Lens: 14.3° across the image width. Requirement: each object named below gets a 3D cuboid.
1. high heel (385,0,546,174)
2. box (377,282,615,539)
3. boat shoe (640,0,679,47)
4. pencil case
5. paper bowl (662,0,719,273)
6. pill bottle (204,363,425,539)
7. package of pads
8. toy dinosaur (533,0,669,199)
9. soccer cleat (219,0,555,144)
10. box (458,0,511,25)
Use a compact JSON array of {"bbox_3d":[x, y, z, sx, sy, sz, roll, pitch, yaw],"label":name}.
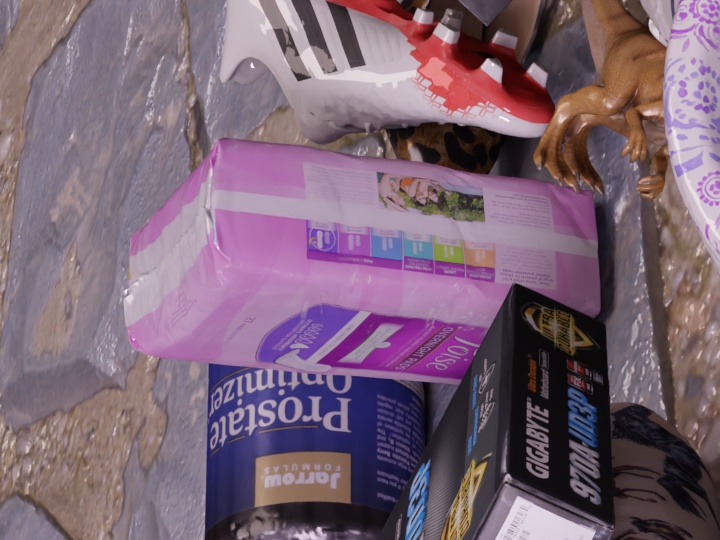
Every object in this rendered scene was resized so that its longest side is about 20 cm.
[{"bbox_3d":[0.068,-0.130,1.404,0.143,0.071,0.201,-39,39,55],"label":"high heel"},{"bbox_3d":[0.042,0.112,1.099,0.200,0.046,0.160,-80,15,-69],"label":"box"},{"bbox_3d":[0.150,-0.124,1.231,0.066,0.072,0.201,125,149,-43],"label":"boat shoe"},{"bbox_3d":[0.102,0.123,1.131,0.090,0.078,0.200,-59,7,18],"label":"pencil case"},{"bbox_3d":[0.207,-0.049,0.966,0.104,0.199,0.202,51,-140,-65],"label":"paper bowl"},{"bbox_3d":[-0.022,0.105,1.432,0.112,0.111,0.201,-40,44,52],"label":"pill bottle"},{"bbox_3d":[0.000,0.000,1.334,0.120,0.199,0.076,141,131,-58],"label":"package of pads"},{"bbox_3d":[0.122,-0.090,1.307,0.106,0.060,0.200,-47,43,17],"label":"toy dinosaur"},{"bbox_3d":[0.010,-0.092,1.383,0.200,0.068,0.086,29,107,32],"label":"soccer cleat"},{"bbox_3d":[0.096,-0.221,1.302,0.193,0.047,0.200,-43,21,13],"label":"box"}]
